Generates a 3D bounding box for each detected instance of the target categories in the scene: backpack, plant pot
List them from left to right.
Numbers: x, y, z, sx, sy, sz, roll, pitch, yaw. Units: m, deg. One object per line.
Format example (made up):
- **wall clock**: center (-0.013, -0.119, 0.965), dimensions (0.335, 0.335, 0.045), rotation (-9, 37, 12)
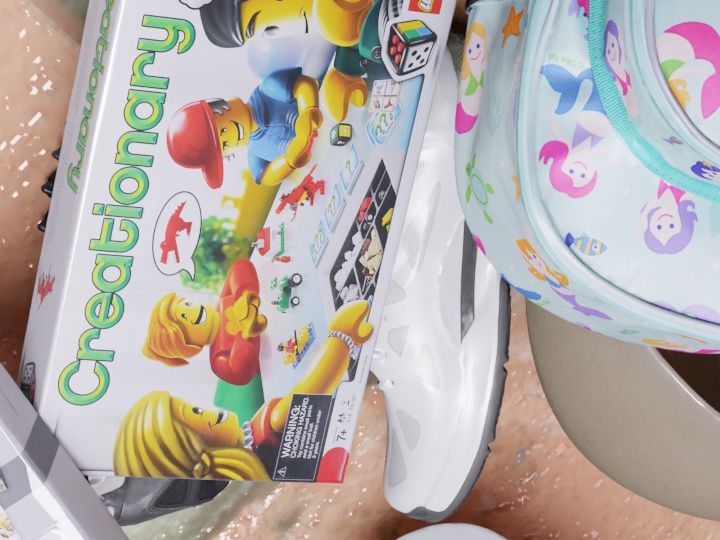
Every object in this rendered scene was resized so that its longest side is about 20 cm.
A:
- **plant pot**: center (0.142, 0.017, 0.991), dimensions (0.199, 0.201, 0.135), rotation (9, 149, -23)
- **backpack**: center (0.126, -0.072, 0.841), dimensions (0.176, 0.150, 0.201), rotation (15, 88, -16)

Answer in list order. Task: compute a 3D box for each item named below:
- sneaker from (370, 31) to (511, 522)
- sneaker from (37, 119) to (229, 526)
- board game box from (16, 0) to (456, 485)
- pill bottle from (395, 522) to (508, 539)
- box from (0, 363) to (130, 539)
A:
- **sneaker**: center (0.000, 0.000, 0.991), dimensions (0.115, 0.076, 0.202), rotation (4, 107, -12)
- **sneaker**: center (-0.075, 0.011, 0.968), dimensions (0.090, 0.066, 0.201), rotation (-4, 115, -28)
- **board game box**: center (-0.046, -0.022, 0.901), dimensions (0.125, 0.035, 0.201), rotation (4, 110, -26)
- **pill bottle**: center (0.070, 0.193, 1.058), dimensions (0.114, 0.114, 0.200), rotation (-37, 136, 2)
- **box**: center (-0.197, 0.065, 0.868), dimensions (0.155, 0.041, 0.200), rotation (-33, 105, 9)
